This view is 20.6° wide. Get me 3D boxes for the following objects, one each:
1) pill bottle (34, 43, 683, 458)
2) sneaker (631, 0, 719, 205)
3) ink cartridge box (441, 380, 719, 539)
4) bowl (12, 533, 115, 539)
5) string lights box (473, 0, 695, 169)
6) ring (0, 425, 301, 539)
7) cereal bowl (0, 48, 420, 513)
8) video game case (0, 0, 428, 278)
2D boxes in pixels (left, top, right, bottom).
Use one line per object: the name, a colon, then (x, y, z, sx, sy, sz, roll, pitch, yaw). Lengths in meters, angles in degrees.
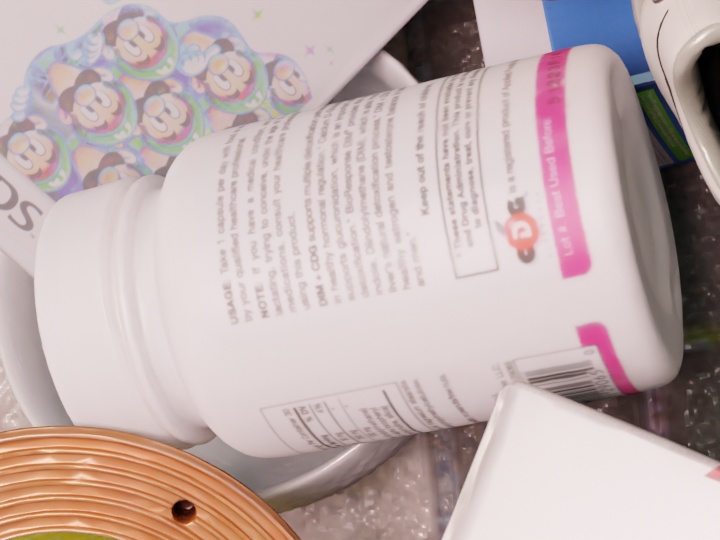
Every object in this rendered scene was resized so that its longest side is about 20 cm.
pill bottle: (0.000, 0.000, 0.664, 0.199, 0.113, 0.114, -12, 73, 16)
sneaker: (0.158, -0.018, 0.652, 0.074, 0.089, 0.200, -39, 107, 23)
ink cartridge box: (0.122, 0.110, 0.635, 0.146, 0.200, 0.083, 21, 87, 24)
bowl: (-0.128, 0.188, 0.758, 0.199, 0.108, 0.202, -5, 74, 19)
string lights box: (0.152, -0.090, 0.727, 0.199, 0.103, 0.059, -15, 73, 16)
ring: (-0.099, 0.149, 0.675, 0.199, 0.019, 0.202, 0, 101, -1)
cereal bowl: (-0.041, 0.002, 0.786, 0.199, 0.083, 0.202, -5, 75, 18)
video game case: (-0.088, -0.104, 0.704, 0.200, 0.182, 0.024, -45, 26, 3)
